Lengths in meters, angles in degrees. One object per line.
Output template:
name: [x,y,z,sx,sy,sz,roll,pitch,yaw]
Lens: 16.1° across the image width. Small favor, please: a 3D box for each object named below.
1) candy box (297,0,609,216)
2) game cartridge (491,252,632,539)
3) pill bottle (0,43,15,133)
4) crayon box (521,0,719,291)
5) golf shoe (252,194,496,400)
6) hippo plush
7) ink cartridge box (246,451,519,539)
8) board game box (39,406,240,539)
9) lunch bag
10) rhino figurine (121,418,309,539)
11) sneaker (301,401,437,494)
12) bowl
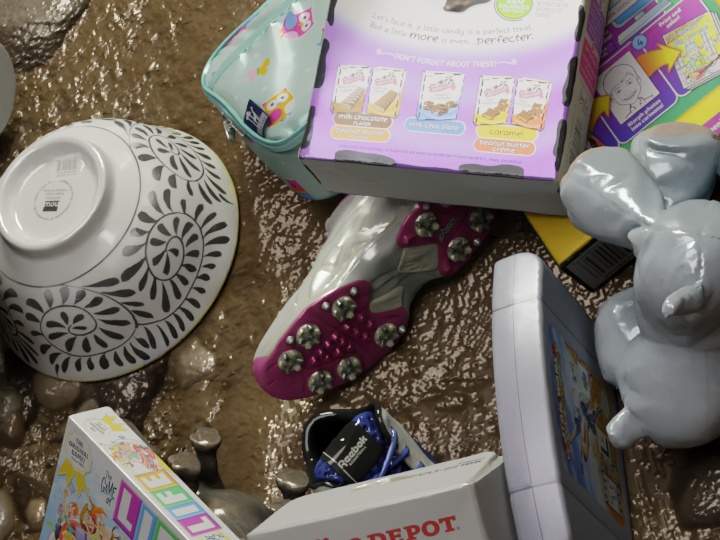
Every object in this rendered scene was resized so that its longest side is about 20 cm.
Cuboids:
candy box: [0.065,-0.146,1.597,0.166,0.072,0.202,6,75,18]
game cartridge: [0.120,0.097,1.509,0.041,0.133,0.201,-14,60,17]
pill bottle: [-0.358,-0.145,1.889,0.199,0.111,0.112,11,70,30]
crayon box: [0.172,-0.117,1.624,0.200,0.058,0.173,-39,56,12]
golf shoe: [0.000,0.000,1.668,0.200,0.075,0.091,-44,39,-3]
hippo plush: [0.211,0.021,1.499,0.158,0.162,0.200,-12,34,-13]
ink cartridge box: [0.035,0.221,1.460,0.143,0.084,0.202,-15,92,19]
board game box: [-0.129,0.198,1.593,0.200,0.034,0.135,41,127,36]
lunch bag: [-0.013,-0.151,1.728,0.200,0.077,0.160,-44,41,-2]
rhino figurine: [-0.105,0.151,1.628,0.199,0.088,0.060,23,32,35]
sneaker: [0.026,0.146,1.540,0.199,0.115,0.081,36,85,36]
bowl: [-0.192,-0.033,1.758,0.199,0.094,0.202,-11,61,20]
